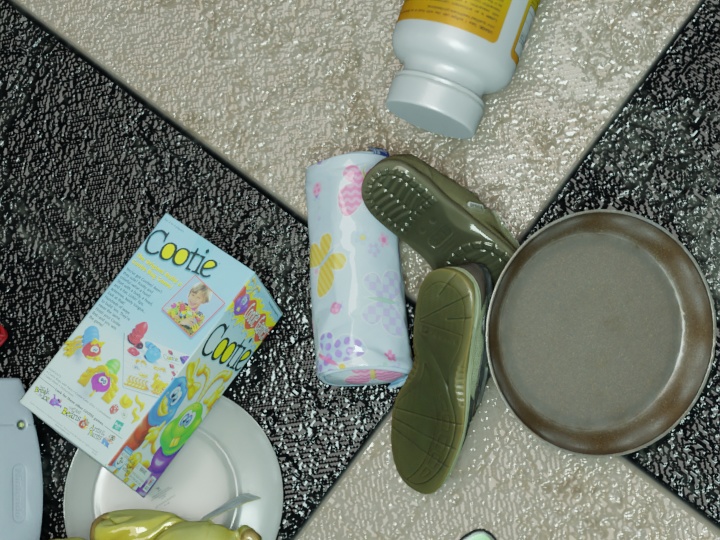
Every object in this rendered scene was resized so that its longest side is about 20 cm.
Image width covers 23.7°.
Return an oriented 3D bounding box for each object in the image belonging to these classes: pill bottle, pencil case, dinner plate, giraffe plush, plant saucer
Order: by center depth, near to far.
[{"bbox_3d":[-0.156,0.289,1.398,0.199,0.172,0.163,-14,103,-26],"label":"giraffe plush"},{"bbox_3d":[0.193,0.051,1.399,0.199,0.032,0.201,0,92,-13],"label":"plant saucer"},{"bbox_3d":[0.000,0.000,1.462,0.083,0.090,0.201,-17,70,44],"label":"pencil case"},{"bbox_3d":[0.092,-0.221,1.478,0.111,0.111,0.201,18,81,15],"label":"pill bottle"},{"bbox_3d":[-0.165,0.197,1.483,0.199,0.024,0.201,-3,76,12],"label":"dinner plate"}]

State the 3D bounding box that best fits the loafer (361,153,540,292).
[{"bbox_3d":[0.086,-0.029,1.432,0.076,0.068,0.200,-34,109,31],"label":"loafer"}]

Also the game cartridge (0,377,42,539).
[{"bbox_3d":[-0.340,0.192,1.474,0.133,0.041,0.201,2,83,-24],"label":"game cartridge"}]

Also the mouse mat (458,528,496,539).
[{"bbox_3d":[0.092,0.334,1.405,0.161,0.008,0.200,-35,74,3],"label":"mouse mat"}]

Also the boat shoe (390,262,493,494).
[{"bbox_3d":[0.076,0.088,1.411,0.072,0.066,0.202,23,117,34],"label":"boat shoe"}]

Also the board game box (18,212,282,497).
[{"bbox_3d":[-0.174,0.073,1.456,0.105,0.103,0.200,33,79,22],"label":"board game box"}]

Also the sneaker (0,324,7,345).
[{"bbox_3d":[-0.364,0.104,1.519,0.115,0.078,0.201,-23,75,7],"label":"sneaker"}]
